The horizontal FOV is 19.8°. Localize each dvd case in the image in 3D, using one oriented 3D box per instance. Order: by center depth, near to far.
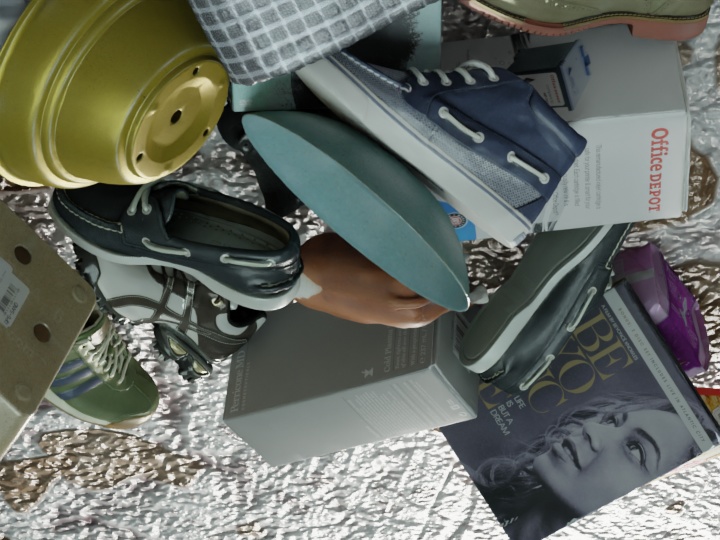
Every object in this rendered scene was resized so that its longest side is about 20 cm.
[{"bbox_3d":[-0.017,-0.199,1.341,0.144,0.022,0.202,-2,120,-4],"label":"dvd case"},{"bbox_3d":[0.166,0.117,1.631,0.199,0.016,0.149,-32,93,23],"label":"dvd case"}]

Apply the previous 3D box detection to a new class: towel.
[{"bbox_3d":[-0.026,-0.222,1.262,0.199,0.086,0.166,-23,120,12],"label":"towel"}]

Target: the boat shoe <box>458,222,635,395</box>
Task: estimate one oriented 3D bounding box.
[{"bbox_3d":[0.157,0.007,1.579,0.060,0.076,0.200,33,106,-25],"label":"boat shoe"}]

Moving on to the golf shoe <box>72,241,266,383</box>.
[{"bbox_3d":[-0.149,0.007,1.609,0.094,0.078,0.200,-29,142,15],"label":"golf shoe"}]

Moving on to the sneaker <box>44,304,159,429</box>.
[{"bbox_3d":[-0.227,0.062,1.665,0.199,0.068,0.090,32,135,-31],"label":"sneaker"}]

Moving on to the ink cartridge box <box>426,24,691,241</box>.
[{"bbox_3d":[0.129,-0.096,1.466,0.198,0.087,0.147,-7,150,3],"label":"ink cartridge box"}]

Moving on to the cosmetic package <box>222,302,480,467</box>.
[{"bbox_3d":[-0.006,0.078,1.653,0.198,0.108,0.090,-15,139,24],"label":"cosmetic package"}]

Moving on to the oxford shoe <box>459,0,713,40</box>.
[{"bbox_3d":[0.151,-0.202,1.365,0.198,0.071,0.074,-2,138,-24],"label":"oxford shoe"}]

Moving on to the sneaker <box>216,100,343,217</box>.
[{"bbox_3d":[-0.061,-0.118,1.461,0.103,0.060,0.200,-19,142,12],"label":"sneaker"}]

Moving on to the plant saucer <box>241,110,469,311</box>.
[{"bbox_3d":[0.007,-0.051,1.393,0.039,0.200,0.201,-50,136,-10],"label":"plant saucer"}]

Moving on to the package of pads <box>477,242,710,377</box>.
[{"bbox_3d":[0.176,0.062,1.685,0.199,0.076,0.121,-21,140,21],"label":"package of pads"}]

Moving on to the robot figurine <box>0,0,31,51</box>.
[{"bbox_3d":[-0.246,-0.156,1.359,0.168,0.114,0.201,7,140,-10],"label":"robot figurine"}]

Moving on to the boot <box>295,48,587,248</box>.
[{"bbox_3d":[0.051,-0.110,1.355,0.199,0.073,0.091,38,87,-12],"label":"boot"}]

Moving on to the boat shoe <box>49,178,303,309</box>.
[{"bbox_3d":[-0.134,-0.037,1.506,0.198,0.076,0.061,17,141,6],"label":"boat shoe"}]

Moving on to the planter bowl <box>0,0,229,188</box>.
[{"bbox_3d":[-0.145,-0.119,1.343,0.083,0.200,0.201,37,146,22],"label":"planter bowl"}]

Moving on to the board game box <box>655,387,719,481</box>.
[{"bbox_3d":[0.232,0.146,1.745,0.151,0.047,0.199,-27,160,32],"label":"board game box"}]

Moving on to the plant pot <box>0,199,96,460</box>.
[{"bbox_3d":[-0.309,0.050,1.486,0.176,0.200,0.200,-28,115,37],"label":"plant pot"}]

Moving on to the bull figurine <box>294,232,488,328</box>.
[{"bbox_3d":[0.000,0.000,1.559,0.121,0.199,0.066,-18,116,-40],"label":"bull figurine"}]
